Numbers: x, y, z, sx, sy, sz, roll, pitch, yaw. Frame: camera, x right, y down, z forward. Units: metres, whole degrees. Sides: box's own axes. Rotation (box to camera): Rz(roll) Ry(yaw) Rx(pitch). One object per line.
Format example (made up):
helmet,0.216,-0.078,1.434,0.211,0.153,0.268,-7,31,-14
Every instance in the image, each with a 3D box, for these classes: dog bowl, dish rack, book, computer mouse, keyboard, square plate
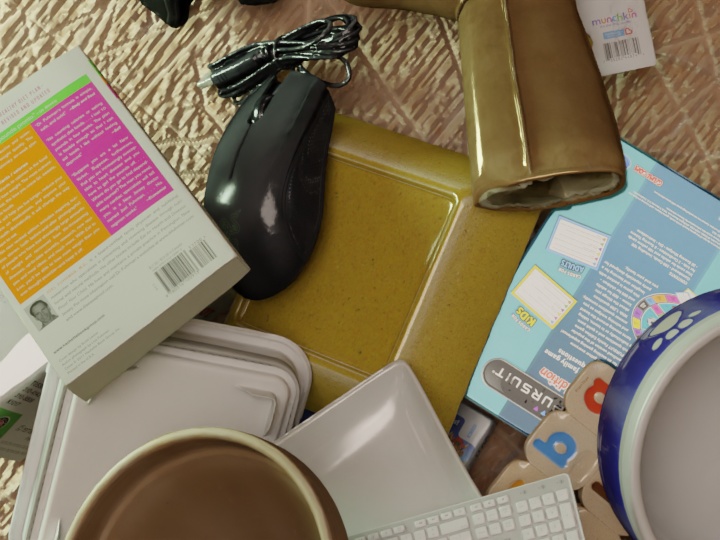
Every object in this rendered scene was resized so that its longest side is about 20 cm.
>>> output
dog bowl,0.252,0.111,1.392,0.200,0.079,0.200,-2,100,-11
dish rack,-0.130,0.129,1.451,0.172,0.044,0.200,11,109,-14
book,-0.178,-0.034,1.415,0.134,0.048,0.200,-38,62,0
computer mouse,-0.069,-0.079,1.502,0.138,0.053,0.200,-15,60,39
keyboard,0.039,0.176,1.352,0.200,0.011,0.056,-18,64,15
square plate,-0.007,0.187,1.388,0.198,0.028,0.200,-34,61,6

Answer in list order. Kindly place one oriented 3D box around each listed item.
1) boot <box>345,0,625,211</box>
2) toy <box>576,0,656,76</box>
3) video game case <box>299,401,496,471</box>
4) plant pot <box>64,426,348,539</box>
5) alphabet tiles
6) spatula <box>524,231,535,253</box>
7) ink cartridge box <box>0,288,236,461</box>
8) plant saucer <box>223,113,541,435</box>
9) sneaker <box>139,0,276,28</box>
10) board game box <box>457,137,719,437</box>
boot,0.071,-0.134,1.452,0.175,0.066,0.200,-11,67,11
toy,0.129,-0.217,1.530,0.115,0.047,0.200,-12,73,9
video game case,-0.018,0.154,1.519,0.143,0.018,0.200,30,89,15
plant pot,-0.080,0.200,1.335,0.201,0.093,0.201,-9,71,27
alphabet tiles,0.184,0.158,1.434,0.196,0.015,0.200,38,91,-15
spatula,0.112,-0.025,1.510,0.057,0.021,0.200,-15,88,10
ink cartridge box,-0.198,0.035,1.511,0.200,0.145,0.084,-37,75,5
plant saucer,0.000,0.000,1.489,0.200,0.048,0.200,20,86,35
sneaker,-0.072,-0.239,1.573,0.200,0.070,0.100,-30,84,9
board game box,0.171,0.030,1.468,0.151,0.047,0.200,32,93,7
